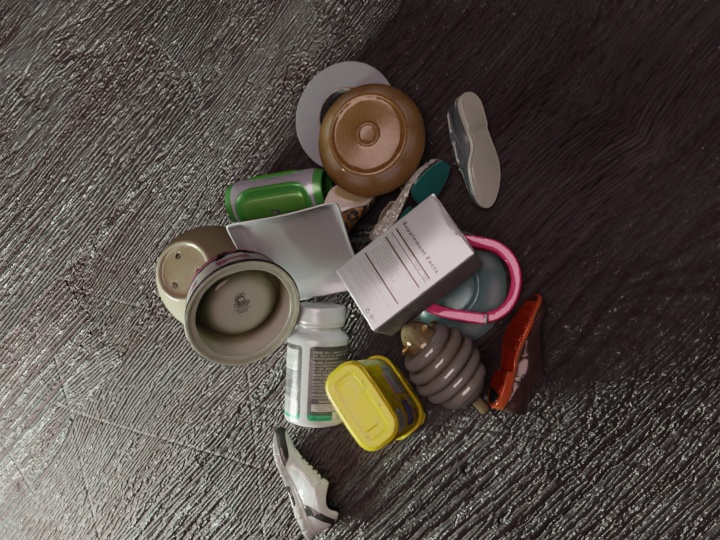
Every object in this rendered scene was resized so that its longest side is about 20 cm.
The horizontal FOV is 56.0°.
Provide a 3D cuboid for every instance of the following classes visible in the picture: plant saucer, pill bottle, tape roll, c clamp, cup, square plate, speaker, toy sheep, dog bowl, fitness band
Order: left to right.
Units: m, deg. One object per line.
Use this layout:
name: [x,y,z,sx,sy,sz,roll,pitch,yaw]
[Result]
cup: [-0.285,0.008,1.212,0.195,0.143,0.206,-2,82,11]
dog bowl: [-0.202,0.056,1.131,0.201,0.199,0.074,-48,38,7]
speaker: [-0.153,-0.139,1.279,0.195,0.088,0.091,-7,83,17]
square plate: [-0.104,-0.029,1.165,0.193,0.203,0.029,-10,43,11]
pill bottle: [-0.076,0.163,1.199,0.110,0.113,0.206,4,94,17]
tape roll: [-0.019,-0.278,1.262,0.195,0.066,0.206,-1,85,17]
c clamp: [0.000,0.000,1.249,0.195,0.027,0.176,-8,76,21]
plant saucer: [0.015,-0.235,1.191,0.194,0.035,0.206,-1,84,13]
toy sheep: [0.143,0.160,1.123,0.199,0.138,0.139,41,97,-5]
plant saucer: [0.157,0.028,1.191,0.196,0.039,0.207,-2,84,18]
fitness band: [0.174,0.012,1.148,0.195,0.037,0.148,9,87,17]

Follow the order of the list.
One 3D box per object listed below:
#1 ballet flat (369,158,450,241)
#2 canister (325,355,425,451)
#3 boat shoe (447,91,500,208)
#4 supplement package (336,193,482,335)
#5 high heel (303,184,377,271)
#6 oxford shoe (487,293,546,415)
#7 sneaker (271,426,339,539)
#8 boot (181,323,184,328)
ballet flat: [0.080,-0.123,1.207,0.071,0.072,0.202,33,81,17]
canister: [0.027,0.216,1.128,0.086,0.200,0.150,-38,75,9]
boat shoe: [0.196,-0.208,1.202,0.061,0.071,0.206,-14,86,58]
supplement package: [0.082,-0.005,1.098,0.198,0.121,0.121,-37,73,8]
high heel: [-0.040,-0.080,1.249,0.071,0.144,0.199,38,54,23]
oxford shoe: [0.278,0.142,1.139,0.071,0.071,0.205,21,88,-11]
sneaker: [-0.101,0.375,1.230,0.078,0.074,0.204,-24,82,-2]
boot: [-0.260,0.018,1.306,0.160,0.066,0.206,4,88,9]
